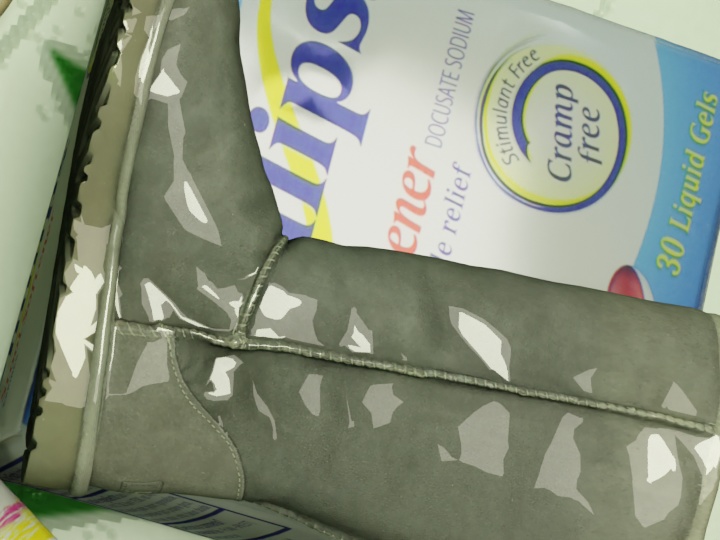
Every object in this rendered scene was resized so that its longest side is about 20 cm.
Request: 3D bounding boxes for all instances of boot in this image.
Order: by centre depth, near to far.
[{"bbox_3d":[0.013,0.003,0.809,0.199,0.073,0.183,10,94,-8],"label":"boot"}]

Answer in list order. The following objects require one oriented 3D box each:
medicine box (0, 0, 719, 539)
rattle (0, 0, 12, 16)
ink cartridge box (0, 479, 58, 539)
[{"bbox_3d":[0.000,0.000,0.897,0.199,0.103,0.183,17,78,-14],"label":"medicine box"},{"bbox_3d":[-0.127,-0.151,0.867,0.199,0.143,0.131,-28,72,-12],"label":"rattle"},{"bbox_3d":[-0.132,0.128,0.858,0.115,0.068,0.200,-44,95,-18],"label":"ink cartridge box"}]
